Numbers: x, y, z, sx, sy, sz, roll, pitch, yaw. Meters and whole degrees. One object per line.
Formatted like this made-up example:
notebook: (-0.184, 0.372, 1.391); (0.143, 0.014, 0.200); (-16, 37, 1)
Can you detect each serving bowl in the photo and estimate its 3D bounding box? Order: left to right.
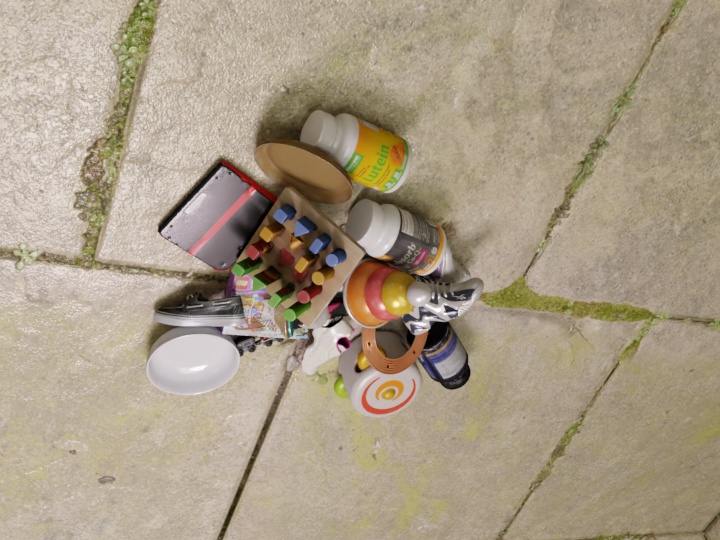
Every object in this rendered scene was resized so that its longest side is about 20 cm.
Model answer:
serving bowl: (-0.361, 0.180, 1.749); (0.198, 0.066, 0.201); (-10, 137, -9)

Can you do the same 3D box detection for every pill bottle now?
pill bottle: (-0.010, -0.228, 1.533); (0.199, 0.111, 0.111); (18, 119, -32)
pill bottle: (0.074, -0.071, 1.693); (0.199, 0.117, 0.117); (20, 118, -34)
pill bottle: (0.195, 0.201, 1.968); (0.111, 0.112, 0.201); (-30, 133, 4)

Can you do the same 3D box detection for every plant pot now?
plant pot: (-0.102, -0.186, 1.509); (0.200, 0.199, 0.028); (41, 63, -40)

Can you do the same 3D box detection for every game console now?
game console: (-0.270, -0.101, 1.592); (0.200, 0.031, 0.176); (-44, 127, 15)

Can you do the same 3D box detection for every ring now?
ring: (0.076, 0.132, 1.816); (0.199, 0.019, 0.203); (-8, 102, -40)

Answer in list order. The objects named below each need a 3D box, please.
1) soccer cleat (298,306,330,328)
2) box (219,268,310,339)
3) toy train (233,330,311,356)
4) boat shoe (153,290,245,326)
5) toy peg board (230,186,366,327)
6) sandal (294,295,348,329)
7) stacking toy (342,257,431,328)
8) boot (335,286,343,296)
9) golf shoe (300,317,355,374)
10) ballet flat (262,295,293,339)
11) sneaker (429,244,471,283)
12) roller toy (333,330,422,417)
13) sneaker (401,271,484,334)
soccer cleat: (-0.107, 0.018, 1.658); (0.069, 0.202, 0.077); (-10, 177, 38)
box: (-0.191, 0.072, 1.732); (0.198, 0.039, 0.138); (7, 109, -27)
toy train: (-0.193, 0.139, 1.814); (0.198, 0.034, 0.046); (-19, 122, -7)
boat shoe: (-0.328, 0.076, 1.667); (0.198, 0.072, 0.072); (-1, 93, 10)
toy peg board: (-0.131, -0.016, 1.552); (0.200, 0.098, 0.200); (40, 112, 5)
sandal: (-0.061, 0.090, 1.733); (0.198, 0.045, 0.076); (-13, 141, -15)
stacking toy: (0.069, 0.049, 1.646); (0.145, 0.199, 0.148); (-1, 91, -34)
boot: (0.000, 0.000, 1.755); (0.143, 0.073, 0.201); (-23, 140, -4)
golf shoe: (-0.076, 0.176, 1.839); (0.091, 0.075, 0.201); (31, 130, 10)
ballet flat: (-0.170, 0.039, 1.671); (0.064, 0.071, 0.203); (0, 89, 1)
sneaker: (0.200, -0.002, 1.841); (0.099, 0.075, 0.201); (-24, 141, -13)
roller toy: (0.049, 0.249, 1.928); (0.181, 0.140, 0.201); (6, 124, -27)
sneaker: (0.157, 0.043, 1.759); (0.198, 0.080, 0.130); (-28, 115, 28)
